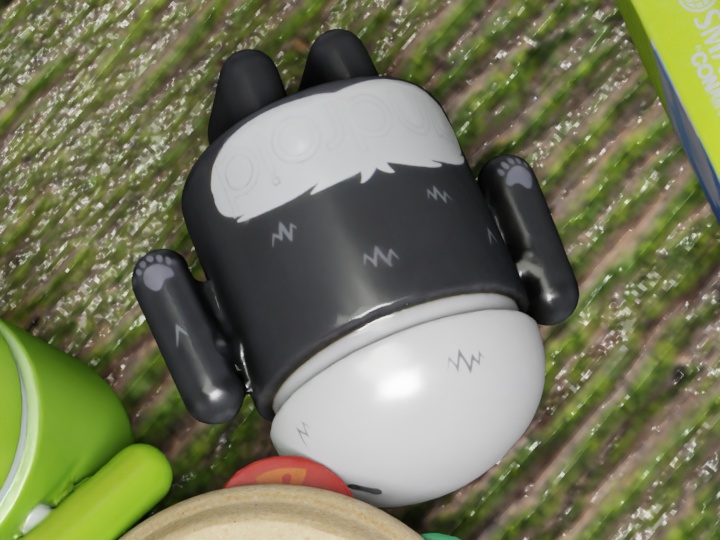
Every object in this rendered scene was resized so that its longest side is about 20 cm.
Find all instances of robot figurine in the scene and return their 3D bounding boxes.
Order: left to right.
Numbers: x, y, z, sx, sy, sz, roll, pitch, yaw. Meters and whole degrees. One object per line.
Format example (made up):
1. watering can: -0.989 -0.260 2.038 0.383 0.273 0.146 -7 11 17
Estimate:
1. robot figurine: -0.167 0.075 0.876 0.175 0.200 0.116 33 87 26
2. robot figurine: -0.002 0.001 0.892 0.150 0.125 0.200 -30 68 18

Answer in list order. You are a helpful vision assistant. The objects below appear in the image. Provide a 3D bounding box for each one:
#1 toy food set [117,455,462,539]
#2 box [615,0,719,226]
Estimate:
1. toy food set: -0.032 0.175 0.809 0.200 0.049 0.198 -23 77 7
2. box: 0.145 -0.076 0.868 0.048 0.122 0.200 -24 69 7
